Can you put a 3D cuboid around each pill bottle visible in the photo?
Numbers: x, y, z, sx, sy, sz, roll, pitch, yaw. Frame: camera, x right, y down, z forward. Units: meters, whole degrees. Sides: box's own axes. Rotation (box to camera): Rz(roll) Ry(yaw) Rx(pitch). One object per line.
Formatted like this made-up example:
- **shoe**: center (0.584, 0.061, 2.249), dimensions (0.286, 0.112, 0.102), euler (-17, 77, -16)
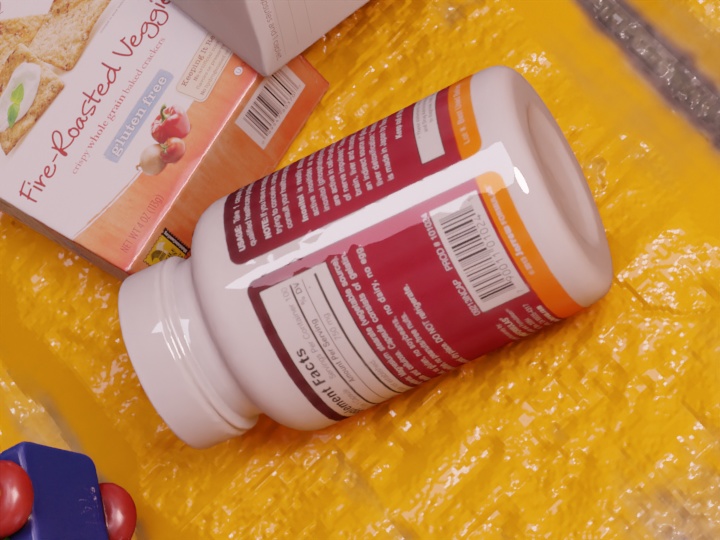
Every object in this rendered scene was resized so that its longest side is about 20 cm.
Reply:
- **pill bottle**: center (0.000, 0.000, 1.315), dimensions (0.200, 0.113, 0.113), euler (-25, 59, 15)

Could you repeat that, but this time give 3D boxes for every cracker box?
- **cracker box**: center (-0.132, -0.083, 1.454), dimensions (0.200, 0.058, 0.134), euler (28, 81, 34)

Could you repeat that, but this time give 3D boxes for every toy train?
- **toy train**: center (-0.154, 0.188, 1.336), dimensions (0.116, 0.085, 0.200), euler (-27, 63, 31)

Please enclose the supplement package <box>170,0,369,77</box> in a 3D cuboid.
- **supplement package**: center (-0.029, -0.238, 1.363), dimensions (0.200, 0.191, 0.147), euler (-39, 55, -16)
